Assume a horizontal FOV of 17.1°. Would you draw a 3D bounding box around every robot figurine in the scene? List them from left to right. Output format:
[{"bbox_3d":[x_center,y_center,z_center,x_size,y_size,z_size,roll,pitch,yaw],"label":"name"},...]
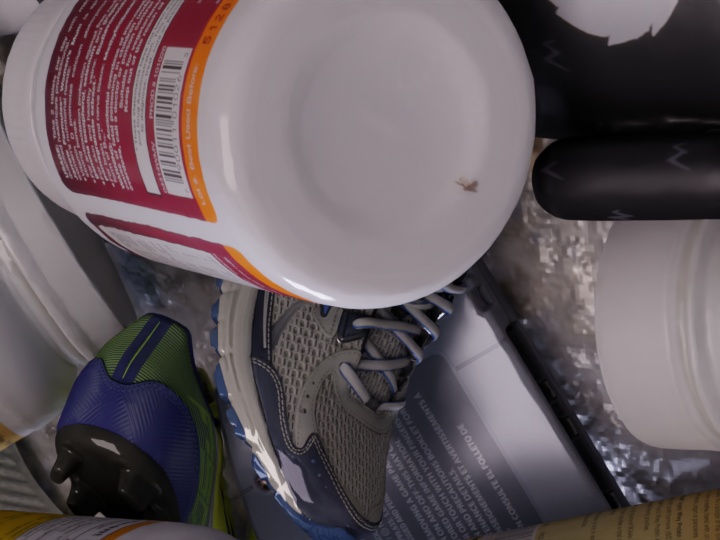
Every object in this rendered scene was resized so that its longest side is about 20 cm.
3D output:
[{"bbox_3d":[0.103,-0.102,0.757,0.200,0.125,0.151,4,111,34],"label":"robot figurine"}]

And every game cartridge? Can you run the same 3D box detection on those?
[{"bbox_3d":[0.035,0.105,0.918,0.133,0.040,0.200,-30,89,14],"label":"game cartridge"}]

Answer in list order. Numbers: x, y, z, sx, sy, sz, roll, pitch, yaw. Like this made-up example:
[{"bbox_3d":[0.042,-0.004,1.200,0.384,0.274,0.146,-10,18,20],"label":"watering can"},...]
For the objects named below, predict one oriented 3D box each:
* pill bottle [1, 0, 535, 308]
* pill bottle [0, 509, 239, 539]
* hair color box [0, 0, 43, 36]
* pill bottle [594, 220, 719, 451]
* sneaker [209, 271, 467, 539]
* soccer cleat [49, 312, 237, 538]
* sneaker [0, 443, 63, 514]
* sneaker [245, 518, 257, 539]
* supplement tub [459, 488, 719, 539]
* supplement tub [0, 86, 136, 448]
[{"bbox_3d":[-0.039,-0.052,0.770,0.200,0.109,0.110,13,119,61],"label":"pill bottle"},{"bbox_3d":[-0.092,0.145,0.864,0.200,0.111,0.111,-2,108,44],"label":"pill bottle"},{"bbox_3d":[-0.123,-0.147,0.937,0.200,0.061,0.099,-4,106,37],"label":"hair color box"},{"bbox_3d":[0.182,0.013,0.755,0.200,0.114,0.115,-2,107,35],"label":"pill bottle"},{"bbox_3d":[0.000,0.000,0.855,0.085,0.077,0.200,-16,59,24],"label":"sneaker"},{"bbox_3d":[-0.072,0.087,0.968,0.065,0.084,0.200,18,155,16],"label":"soccer cleat"},{"bbox_3d":[-0.202,0.113,1.091,0.114,0.073,0.201,-34,88,42],"label":"sneaker"},{"bbox_3d":[0.002,0.186,0.974,0.075,0.076,0.200,-21,94,40],"label":"sneaker"},{"bbox_3d":[0.112,0.148,0.810,0.200,0.144,0.145,-13,102,14],"label":"supplement tub"},{"bbox_3d":[-0.204,0.023,0.958,0.200,0.144,0.145,-29,91,1],"label":"supplement tub"}]
